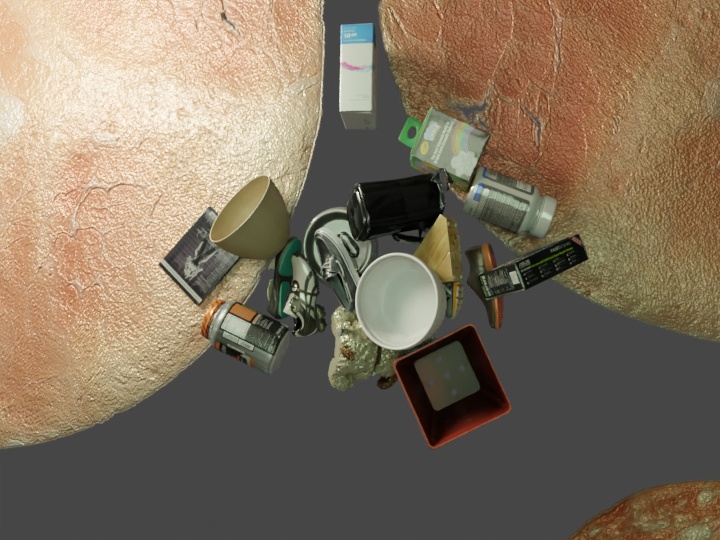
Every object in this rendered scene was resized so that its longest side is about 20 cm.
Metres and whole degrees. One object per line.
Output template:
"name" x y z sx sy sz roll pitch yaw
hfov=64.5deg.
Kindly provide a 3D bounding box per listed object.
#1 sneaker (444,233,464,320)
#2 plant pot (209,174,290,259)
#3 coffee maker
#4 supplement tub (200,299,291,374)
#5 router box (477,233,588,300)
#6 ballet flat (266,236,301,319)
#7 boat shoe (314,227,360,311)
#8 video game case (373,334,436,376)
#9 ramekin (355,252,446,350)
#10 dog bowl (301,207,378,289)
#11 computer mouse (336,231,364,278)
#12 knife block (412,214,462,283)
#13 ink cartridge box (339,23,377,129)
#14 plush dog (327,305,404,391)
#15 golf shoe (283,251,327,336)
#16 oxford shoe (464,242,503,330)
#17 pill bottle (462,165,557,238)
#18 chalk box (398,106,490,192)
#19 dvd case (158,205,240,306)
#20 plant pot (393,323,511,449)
"sneaker" 0.205 0.015 1.359 0.075 0.078 0.207 -4 84 19
"plant pot" -0.243 -0.105 1.360 0.200 0.201 0.134 -44 120 2
"coffee maker" 0.079 -0.155 1.287 0.194 0.195 0.137 -12 52 -21
"supplement tub" -0.274 0.154 1.368 0.195 0.123 0.126 24 90 7
"router box" 0.379 -0.006 1.263 0.196 0.149 0.064 -22 86 -23
"ballet flat" -0.197 0.015 1.395 0.067 0.067 0.207 12 91 35
"boat shoe" -0.060 -0.001 1.313 0.067 0.071 0.204 -26 88 -40
"video game case" 0.069 0.125 1.387 0.178 0.022 0.205 -24 85 4
"ramekin" 0.096 0.068 1.242 0.195 0.104 0.207 -3 85 29
"dog bowl" -0.054 -0.057 1.389 0.193 0.059 0.207 0 87 5
"computer mouse" 0.000 0.000 1.339 0.057 0.034 0.205 -20 97 32
"knife block" 0.143 -0.013 1.319 0.171 0.063 0.207 -8 85 30
"ink cartridge box" -0.003 -0.454 1.358 0.082 0.145 0.207 -1 87 5
"plush dog" 0.023 0.184 1.318 0.166 0.160 0.207 4 87 -18
"golf shoe" -0.143 0.061 1.349 0.092 0.077 0.206 -19 101 -25
"oxford shoe" 0.294 0.042 1.355 0.071 0.071 0.207 -12 82 25
"pill bottle" 0.346 -0.155 1.327 0.195 0.114 0.117 22 90 6
"chalk box" 0.188 -0.291 1.345 0.196 0.124 0.127 27 91 7
"dvd case" -0.395 -0.037 1.442 0.148 0.016 0.201 43 91 5
"plant pot" 0.200 0.250 1.292 0.196 0.176 0.204 -26 85 3
